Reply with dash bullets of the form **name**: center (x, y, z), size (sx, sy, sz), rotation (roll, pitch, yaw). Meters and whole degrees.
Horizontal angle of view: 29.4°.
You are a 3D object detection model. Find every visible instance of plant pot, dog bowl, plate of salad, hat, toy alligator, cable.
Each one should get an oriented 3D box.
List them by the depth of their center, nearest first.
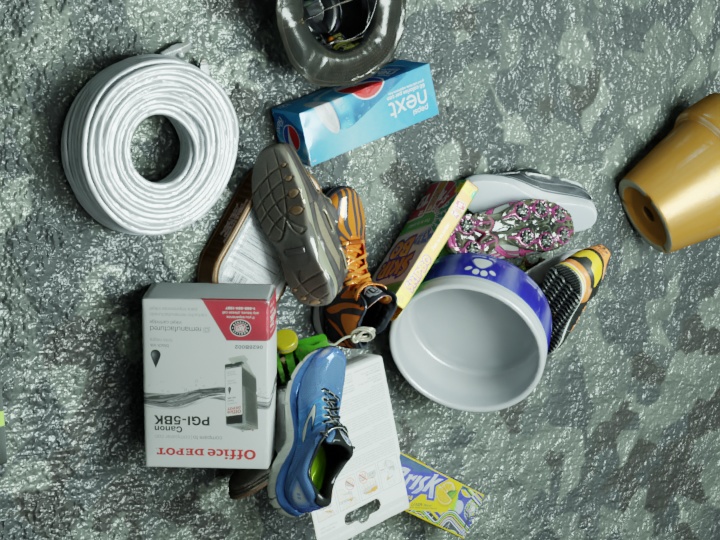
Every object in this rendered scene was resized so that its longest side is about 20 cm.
- **cable**: center (-0.226, -0.136, 1.506), size (0.200, 0.069, 0.200), rotation (-23, 114, -31)
- **hat**: center (-0.038, -0.318, 1.600), size (0.200, 0.081, 0.201), rotation (-15, 118, -31)
- **toy alligator**: center (-0.078, 0.106, 1.626), size (0.200, 0.054, 0.059), rotation (-9, 138, 0)
- **dog bowl**: center (0.141, 0.079, 1.746), size (0.200, 0.200, 0.079), rotation (66, 27, -27)
- **plate of salad**: center (0.225, 0.031, 1.852), size (0.200, 0.048, 0.200), rotation (-28, 155, -14)
- **plant pot**: center (0.481, -0.124, 1.974), size (0.183, 0.200, 0.200), rotation (-31, 119, -10)

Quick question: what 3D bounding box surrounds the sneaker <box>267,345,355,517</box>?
- **sneaker**: center (-0.039, 0.182, 1.564), size (0.079, 0.089, 0.200), rotation (29, 63, -43)

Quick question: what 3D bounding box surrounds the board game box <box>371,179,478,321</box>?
- **board game box**: center (0.070, -0.027, 1.736), size (0.030, 0.096, 0.200), rotation (34, 79, -21)

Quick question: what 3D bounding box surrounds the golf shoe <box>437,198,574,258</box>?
- **golf shoe**: center (0.184, -0.051, 1.809), size (0.200, 0.092, 0.073), rotation (-7, 86, -23)

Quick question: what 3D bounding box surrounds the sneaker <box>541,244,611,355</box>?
- **sneaker**: center (0.269, 0.039, 1.782), size (0.090, 0.070, 0.200), rotation (-33, 161, -28)

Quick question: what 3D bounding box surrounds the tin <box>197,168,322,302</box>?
- **tin**: center (-0.116, -0.035, 1.635), size (0.112, 0.042, 0.200), rotation (35, 79, -41)

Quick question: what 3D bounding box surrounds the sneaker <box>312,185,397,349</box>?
- **sneaker**: center (0.000, 0.000, 1.680), size (0.077, 0.112, 0.200), rotation (-10, 107, -35)

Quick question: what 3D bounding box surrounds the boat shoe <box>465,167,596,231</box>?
- **boat shoe**: center (0.224, -0.106, 1.852), size (0.200, 0.068, 0.072), rotation (8, 136, -17)

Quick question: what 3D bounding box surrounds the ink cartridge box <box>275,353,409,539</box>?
- **ink cartridge box**: center (-0.025, 0.219, 1.672), size (0.161, 0.050, 0.200), rotation (-19, 103, -41)

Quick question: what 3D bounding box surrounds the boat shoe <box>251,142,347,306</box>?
- **boat shoe**: center (-0.069, -0.058, 1.608), size (0.073, 0.074, 0.200), rotation (-41, 121, -53)

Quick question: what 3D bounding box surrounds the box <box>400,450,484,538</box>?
- **box**: center (0.070, 0.288, 1.831), size (0.200, 0.064, 0.070), rotation (32, 81, -37)

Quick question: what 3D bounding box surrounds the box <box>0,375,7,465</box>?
- **box**: center (-0.468, 0.129, 1.356), size (0.200, 0.124, 0.149), rotation (-11, 108, -33)

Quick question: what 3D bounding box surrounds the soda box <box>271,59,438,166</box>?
- **soda box**: center (-0.005, -0.193, 1.662), size (0.200, 0.064, 0.068), rotation (-26, 115, -30)

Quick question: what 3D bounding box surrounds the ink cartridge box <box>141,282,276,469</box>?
- **ink cartridge box**: center (-0.170, 0.120, 1.560), size (0.146, 0.083, 0.200), rotation (0, 103, 1)

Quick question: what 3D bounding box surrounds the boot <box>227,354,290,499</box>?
- **boot**: center (-0.111, 0.182, 1.675), size (0.200, 0.075, 0.097), rotation (-46, 114, -31)
